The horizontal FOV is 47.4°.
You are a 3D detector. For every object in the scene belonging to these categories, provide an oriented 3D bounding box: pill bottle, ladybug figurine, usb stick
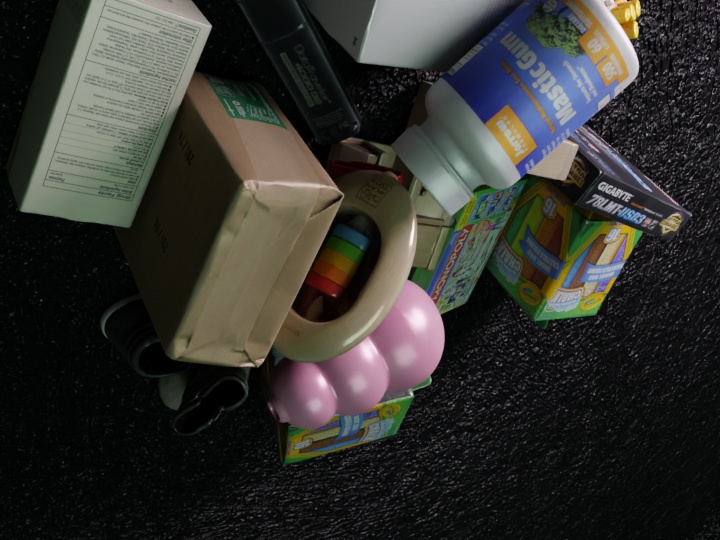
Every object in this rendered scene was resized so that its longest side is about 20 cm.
[{"bbox_3d":[0.126,-0.142,0.703,0.200,0.112,0.112,-41,139,7],"label":"pill bottle"},{"bbox_3d":[-0.015,-0.003,0.783,0.201,0.135,0.072,-57,156,-5],"label":"ladybug figurine"},{"bbox_3d":[-0.054,-0.196,0.772,0.055,0.033,0.201,-19,140,11],"label":"usb stick"}]

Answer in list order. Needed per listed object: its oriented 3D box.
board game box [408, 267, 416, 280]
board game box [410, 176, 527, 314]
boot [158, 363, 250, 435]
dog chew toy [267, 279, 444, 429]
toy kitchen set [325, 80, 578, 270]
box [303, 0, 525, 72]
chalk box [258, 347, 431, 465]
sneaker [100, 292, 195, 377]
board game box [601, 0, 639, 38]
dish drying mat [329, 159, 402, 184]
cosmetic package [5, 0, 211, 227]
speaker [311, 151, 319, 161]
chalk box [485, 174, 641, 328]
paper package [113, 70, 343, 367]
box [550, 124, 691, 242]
[{"bbox_3d":[0.000,0.000,1.003,0.198,0.026,0.202,2,125,-37],"label":"board game box"},{"bbox_3d":[0.127,-0.029,1.035,0.134,0.029,0.202,-20,140,-48],"label":"board game box"},{"bbox_3d":[-0.177,0.125,0.882,0.068,0.131,0.199,42,125,-15],"label":"boot"},{"bbox_3d":[-0.009,0.092,0.851,0.199,0.124,0.125,-32,141,-23],"label":"dog chew toy"},{"bbox_3d":[0.074,-0.077,0.847,0.162,0.180,0.202,5,113,-36],"label":"toy kitchen set"},{"bbox_3d":[0.066,-0.251,0.741,0.198,0.125,0.098,-4,131,-33],"label":"box"},{"bbox_3d":[-0.014,0.139,1.011,0.197,0.126,0.124,-10,150,-17],"label":"chalk box"},{"bbox_3d":[-0.169,0.045,0.869,0.198,0.099,0.071,-29,137,-14],"label":"sneaker"},{"bbox_3d":[0.213,-0.341,0.733,0.199,0.026,0.203,29,67,-47],"label":"board game box"},{"bbox_3d":[0.004,-0.033,0.875,0.076,0.018,0.202,12,137,10],"label":"dish drying mat"},{"bbox_3d":[-0.214,-0.142,0.684,0.104,0.071,0.201,9,122,-41],"label":"cosmetic package"},{"bbox_3d":[-0.070,-0.022,0.868,0.080,0.081,0.202,-20,127,-18],"label":"speaker"},{"bbox_3d":[0.257,-0.017,1.083,0.123,0.125,0.202,-2,127,-34],"label":"chalk box"},{"bbox_3d":[-0.127,-0.053,0.730,0.102,0.201,0.192,6,125,-38],"label":"paper package"},{"bbox_3d":[0.254,-0.126,0.934,0.197,0.201,0.050,13,122,-41],"label":"box"}]
